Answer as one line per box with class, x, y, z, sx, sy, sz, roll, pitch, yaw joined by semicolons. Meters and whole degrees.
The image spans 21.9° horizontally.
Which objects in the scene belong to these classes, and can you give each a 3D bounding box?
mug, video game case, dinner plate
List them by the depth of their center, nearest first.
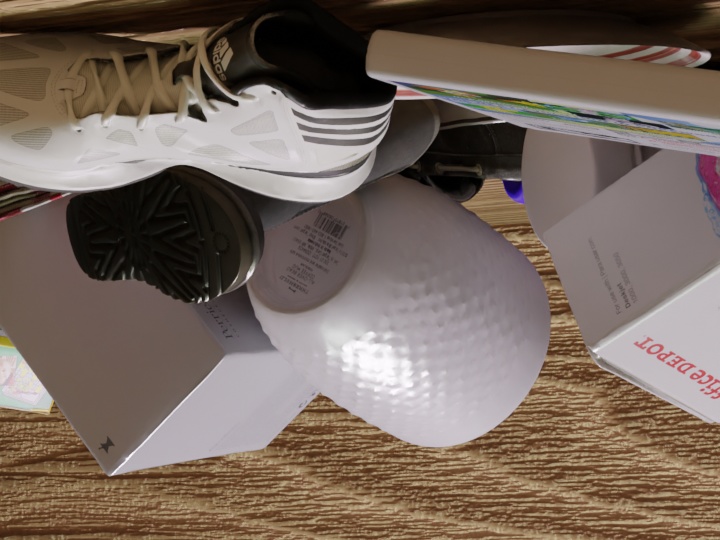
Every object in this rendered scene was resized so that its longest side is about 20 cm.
video game case;0.128;-0.066;0.767;0.199;0.022;0.182;11;-178;25
dinner plate;0.066;-0.103;0.889;0.199;0.024;0.200;-2;179;0
mug;0.000;0.000;1.163;0.200;0.148;0.175;46;-172;38

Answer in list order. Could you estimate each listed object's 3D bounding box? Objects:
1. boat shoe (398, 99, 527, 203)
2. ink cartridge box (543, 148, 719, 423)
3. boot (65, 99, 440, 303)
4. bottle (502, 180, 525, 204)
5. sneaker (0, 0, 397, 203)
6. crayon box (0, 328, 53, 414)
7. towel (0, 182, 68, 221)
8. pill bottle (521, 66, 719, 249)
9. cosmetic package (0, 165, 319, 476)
boat shoe;0.048;-0.075;1.205;0.070;0.064;0.200;-3;179;-24
ink cartridge box;0.216;-0.019;0.960;0.200;0.085;0.144;-36;142;22
boot;-0.036;-0.047;0.985;0.199;0.073;0.182;-16;-164;-32
bottle;0.198;-0.081;1.266;0.199;0.066;0.084;-3;180;-9
sneaker;-0.080;-0.085;0.780;0.199;0.076;0.115;4;157;-12
crayon box;-0.307;0.008;1.260;0.199;0.058;0.173;11;-146;-26
towel;-0.169;-0.054;1.058;0.199;0.023;0.144;-18;-174;31
pill bottle;0.201;-0.058;1.078;0.199;0.120;0.120;-3;179;-22
cosmetic package;-0.133;0.015;1.240;0.123;0.200;0.200;-46;162;20
